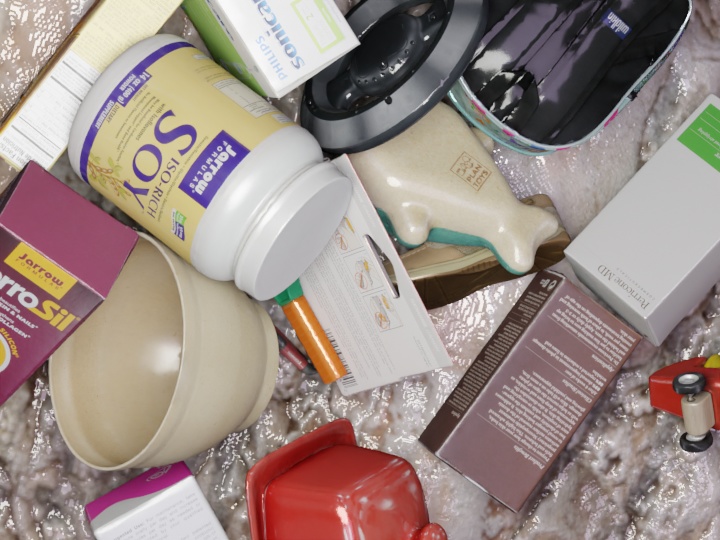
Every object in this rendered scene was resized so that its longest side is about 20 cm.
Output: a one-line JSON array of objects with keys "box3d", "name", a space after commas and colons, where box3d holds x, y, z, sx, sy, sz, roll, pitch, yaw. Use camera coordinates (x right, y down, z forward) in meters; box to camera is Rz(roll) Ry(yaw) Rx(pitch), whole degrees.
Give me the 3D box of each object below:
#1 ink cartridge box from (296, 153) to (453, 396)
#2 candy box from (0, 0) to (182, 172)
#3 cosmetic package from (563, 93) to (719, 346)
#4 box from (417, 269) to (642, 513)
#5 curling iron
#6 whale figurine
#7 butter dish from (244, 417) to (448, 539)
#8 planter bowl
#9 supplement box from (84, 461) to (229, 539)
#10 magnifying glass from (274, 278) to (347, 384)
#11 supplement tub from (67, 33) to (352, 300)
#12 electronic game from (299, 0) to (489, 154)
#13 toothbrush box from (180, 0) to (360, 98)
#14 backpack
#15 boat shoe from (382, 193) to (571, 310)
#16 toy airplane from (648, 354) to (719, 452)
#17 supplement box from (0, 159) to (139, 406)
[{"box3d": [0.000, 0.000, 1.683, 0.045, 0.176, 0.200, -30, 96, -34], "name": "ink cartridge box"}, {"box3d": [-0.233, -0.168, 1.652, 0.055, 0.115, 0.200, 38, 88, -13], "name": "candy box"}, {"box3d": [0.292, -0.045, 1.780, 0.108, 0.085, 0.200, 40, 84, 25], "name": "cosmetic package"}, {"box3d": [0.154, 0.109, 1.795, 0.100, 0.075, 0.200, 37, 86, -15], "name": "box"}, {"box3d": [-0.100, 0.024, 1.754, 0.200, 0.026, 0.050, 37, 67, -9], "name": "curling iron"}, {"box3d": [0.070, -0.063, 1.722, 0.200, 0.104, 0.159, 33, 50, 3], "name": "whale figurine"}, {"box3d": [0.006, 0.240, 1.701, 0.148, 0.199, 0.200, -4, 99, 27], "name": "butter dish"}, {"box3d": [-0.156, 0.074, 1.675, 0.135, 0.200, 0.200, 9, 95, -41], "name": "planter bowl"}, {"box3d": [-0.151, 0.278, 1.732, 0.103, 0.101, 0.200, -30, 103, -8], "name": "supplement box"}, {"box3d": [-0.069, 0.008, 1.721, 0.022, 0.080, 0.200, -29, 92, -39], "name": "magnifying glass"}, {"box3d": [-0.122, -0.083, 1.598, 0.200, 0.145, 0.145, 37, 88, 16], "name": "supplement tub"}, {"box3d": [0.027, -0.181, 1.668, 0.200, 0.200, 0.042, -50, 122, -3], "name": "electronic game"}, {"box3d": [-0.092, -0.226, 1.633, 0.086, 0.200, 0.146, -34, 102, -6], "name": "toothbrush box"}, {"box3d": [0.164, -0.203, 1.717, 0.177, 0.151, 0.200, 39, 80, -9], "name": "backpack"}, {"box3d": [0.087, -0.016, 1.774, 0.200, 0.071, 0.065, -16, 65, -10], "name": "boat shoe"}, {"box3d": [0.393, 0.104, 1.812, 0.199, 0.141, 0.200, 38, 121, -2], "name": "toy airplane"}, {"box3d": [-0.288, 0.017, 1.622, 0.110, 0.086, 0.200, 36, 130, -15], "name": "supplement box"}]
